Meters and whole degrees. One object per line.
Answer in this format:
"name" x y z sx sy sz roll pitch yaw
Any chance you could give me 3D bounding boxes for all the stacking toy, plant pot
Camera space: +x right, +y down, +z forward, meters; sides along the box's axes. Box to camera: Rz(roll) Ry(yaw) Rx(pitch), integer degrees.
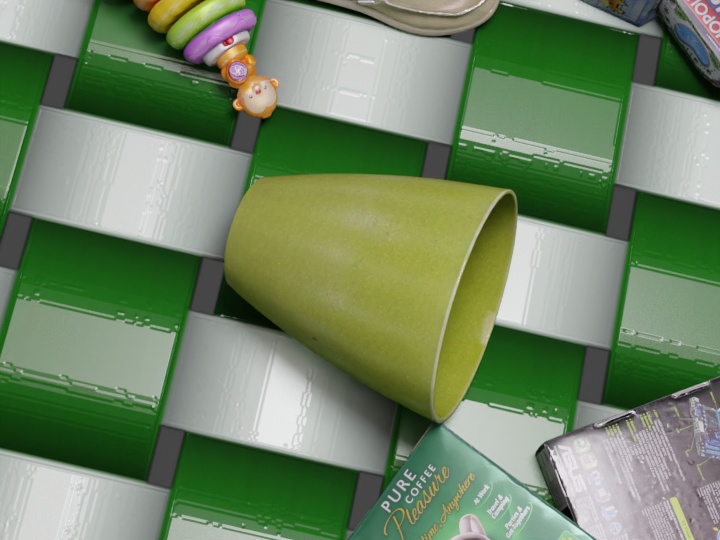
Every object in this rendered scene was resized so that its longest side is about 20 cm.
"stacking toy" -0.132 -0.214 1.362 0.116 0.110 0.201 -32 90 -16
"plant pot" 0.000 0.000 1.275 0.198 0.187 0.188 17 72 16

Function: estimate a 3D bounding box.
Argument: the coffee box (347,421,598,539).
"coffee box" 0.102 0.223 1.248 0.199 0.044 0.123 34 84 15

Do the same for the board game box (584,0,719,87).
"board game box" 0.301 -0.259 1.422 0.199 0.062 0.201 -30 78 -11

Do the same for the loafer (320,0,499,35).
"loafer" 0.026 -0.257 1.394 0.198 0.068 0.076 9 73 -2

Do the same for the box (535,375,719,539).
"box" 0.265 0.200 1.291 0.192 0.048 0.202 -19 75 -12
